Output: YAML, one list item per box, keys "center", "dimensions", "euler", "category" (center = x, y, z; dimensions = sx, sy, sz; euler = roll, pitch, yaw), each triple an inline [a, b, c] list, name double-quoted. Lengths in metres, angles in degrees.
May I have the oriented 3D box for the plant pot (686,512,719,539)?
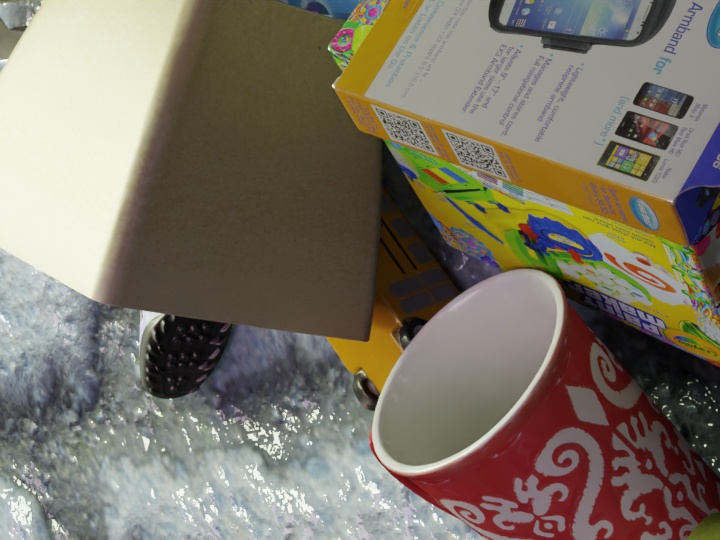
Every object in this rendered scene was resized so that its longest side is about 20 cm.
- center: [0.246, 0.202, 0.811]
  dimensions: [0.199, 0.187, 0.189]
  euler: [23, 118, 30]
  category: "plant pot"

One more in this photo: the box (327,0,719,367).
- center: [0.121, -0.073, 0.845]
  dimensions: [0.199, 0.122, 0.193]
  euler: [25, 163, 33]
  category: "box"

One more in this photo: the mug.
- center: [0.112, 0.108, 0.937]
  dimensions: [0.200, 0.134, 0.177]
  euler: [43, 174, -24]
  category: "mug"

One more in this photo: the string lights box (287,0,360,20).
- center: [0.008, -0.213, 1.006]
  dimensions: [0.102, 0.059, 0.202]
  euler: [12, 111, 39]
  category: "string lights box"

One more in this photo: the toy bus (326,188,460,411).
- center: [0.000, 0.000, 1.070]
  dimensions: [0.201, 0.078, 0.065]
  euler: [54, 130, 14]
  category: "toy bus"

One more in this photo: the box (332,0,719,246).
- center: [0.099, -0.089, 0.722]
  dimensions: [0.199, 0.120, 0.042]
  euler: [23, 162, 30]
  category: "box"

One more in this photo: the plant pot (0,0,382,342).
- center: [-0.100, -0.081, 0.977]
  dimensions: [0.199, 0.199, 0.179]
  euler: [22, 99, 47]
  category: "plant pot"

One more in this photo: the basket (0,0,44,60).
- center: [-0.211, -0.259, 1.097]
  dimensions: [0.161, 0.197, 0.200]
  euler: [57, 133, 17]
  category: "basket"

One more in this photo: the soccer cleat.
- center: [-0.131, -0.002, 1.207]
  dimensions: [0.073, 0.068, 0.202]
  euler: [49, 139, 50]
  category: "soccer cleat"
